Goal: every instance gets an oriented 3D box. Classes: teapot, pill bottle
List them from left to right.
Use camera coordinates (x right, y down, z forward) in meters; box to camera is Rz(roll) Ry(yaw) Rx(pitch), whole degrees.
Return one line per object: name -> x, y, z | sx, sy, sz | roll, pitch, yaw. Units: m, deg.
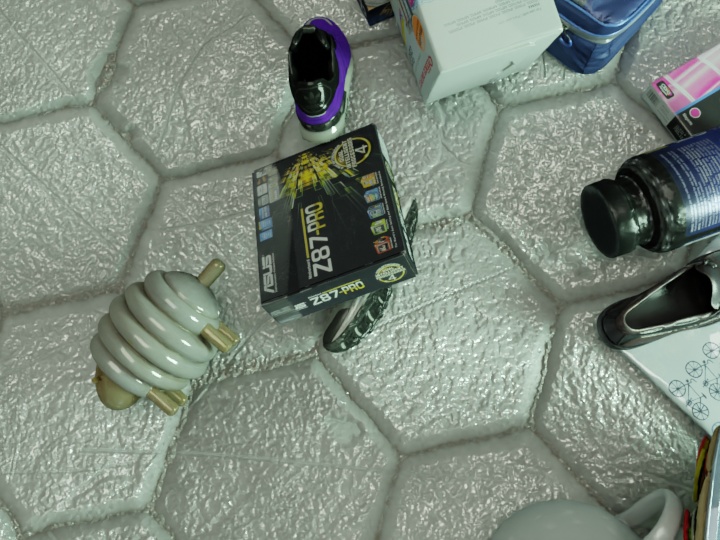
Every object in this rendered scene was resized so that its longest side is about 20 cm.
teapot -> 0.208, 0.315, 0.609 | 0.196, 0.146, 0.201 | -4, 76, 3
pill bottle -> 0.354, -0.086, 0.709 | 0.199, 0.112, 0.112 | -19, 76, -1

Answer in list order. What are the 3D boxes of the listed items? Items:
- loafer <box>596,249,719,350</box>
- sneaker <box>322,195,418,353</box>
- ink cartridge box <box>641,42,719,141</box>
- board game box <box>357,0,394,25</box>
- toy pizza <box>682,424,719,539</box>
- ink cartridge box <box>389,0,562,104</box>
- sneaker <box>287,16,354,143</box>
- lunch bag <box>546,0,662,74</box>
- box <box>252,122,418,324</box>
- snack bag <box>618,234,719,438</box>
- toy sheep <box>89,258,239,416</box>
loafer -> 0.352, 0.028, 0.688 | 0.199, 0.063, 0.072 | -25, 76, -1
sneaker -> 0.000, 0.000, 0.740 | 0.079, 0.074, 0.201 | 18, 72, 17
ink cartridge box -> 0.451, -0.228, 0.777 | 0.199, 0.037, 0.095 | -30, 77, -5
board game box -> 0.075, -0.421, 0.845 | 0.199, 0.035, 0.136 | -23, 77, -2
toy pizza -> 0.326, 0.239, 0.607 | 0.032, 0.200, 0.201 | 3, 75, 35
ink cartridge box -> 0.115, -0.320, 0.741 | 0.144, 0.145, 0.201 | -20, 91, 0
sneaker -> -0.049, -0.254, 0.761 | 0.069, 0.100, 0.201 | -9, 55, 7
lunch bag -> 0.284, -0.345, 0.764 | 0.136, 0.132, 0.200 | 40, 82, 11
box -> -0.035, -0.056, 0.711 | 0.161, 0.049, 0.201 | -20, 52, 14
snack bag -> 0.414, 0.080, 0.714 | 0.200, 0.021, 0.189 | -43, 77, -6
toy sheep -> -0.213, 0.069, 0.705 | 0.138, 0.138, 0.200 | 40, 86, 11
